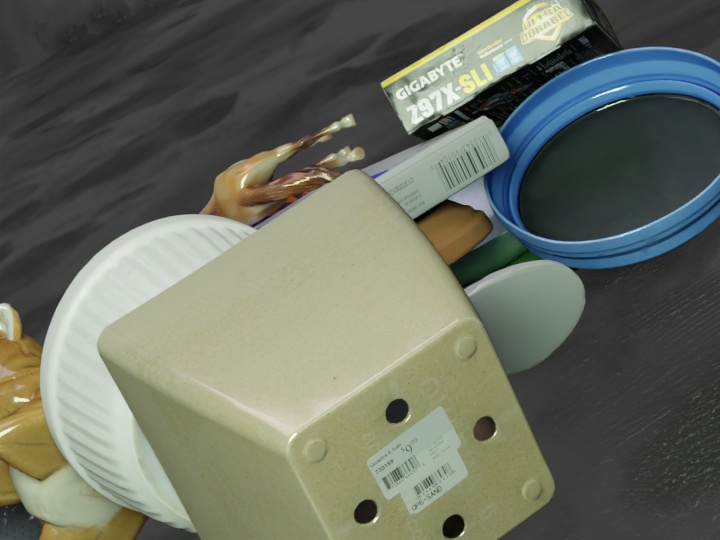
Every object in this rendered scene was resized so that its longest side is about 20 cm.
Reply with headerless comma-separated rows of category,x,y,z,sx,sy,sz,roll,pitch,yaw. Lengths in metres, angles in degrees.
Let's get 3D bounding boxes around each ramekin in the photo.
ramekin,-0.093,0.073,1.499,0.200,0.200,0.105,-34,28,-16

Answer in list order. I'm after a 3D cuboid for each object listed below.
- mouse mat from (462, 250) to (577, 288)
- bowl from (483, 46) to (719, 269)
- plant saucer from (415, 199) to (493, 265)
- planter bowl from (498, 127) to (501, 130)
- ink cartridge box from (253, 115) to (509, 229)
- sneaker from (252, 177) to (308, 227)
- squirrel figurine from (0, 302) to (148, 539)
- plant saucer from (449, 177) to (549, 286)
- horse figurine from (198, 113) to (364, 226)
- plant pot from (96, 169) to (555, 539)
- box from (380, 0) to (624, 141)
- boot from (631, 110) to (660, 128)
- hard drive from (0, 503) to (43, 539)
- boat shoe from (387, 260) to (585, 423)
mouse mat,0.126,-0.017,1.816,0.161,0.008,0.200,-24,15,18
bowl,0.189,-0.080,1.712,0.200,0.039,0.201,-17,41,15
plant saucer,0.000,0.000,1.707,0.200,0.037,0.200,-29,6,3
planter bowl,0.124,-0.130,2.036,0.200,0.084,0.200,-26,15,8
ink cartridge box,-0.022,-0.034,1.707,0.198,0.043,0.200,-33,9,-37
sneaker,-0.011,-0.052,1.937,0.112,0.078,0.200,-17,-8,29
squirrel figurine,-0.195,0.093,1.627,0.200,0.142,0.187,-29,33,-15
plant saucer,0.088,-0.029,1.834,0.201,0.039,0.201,-28,15,8
horse figurine,-0.063,-0.064,1.705,0.132,0.050,0.200,-29,6,-8
plant pot,-0.002,0.090,1.387,0.200,0.200,0.177,-33,28,-15
box,0.111,-0.153,1.779,0.160,0.049,0.200,-29,-7,11
boot,0.209,-0.110,1.860,0.075,0.074,0.200,-16,17,-27
hard drive,-0.229,0.149,1.710,0.200,0.042,0.135,13,61,43
boat shoe,0.059,0.054,1.599,0.200,0.072,0.066,-38,20,0
